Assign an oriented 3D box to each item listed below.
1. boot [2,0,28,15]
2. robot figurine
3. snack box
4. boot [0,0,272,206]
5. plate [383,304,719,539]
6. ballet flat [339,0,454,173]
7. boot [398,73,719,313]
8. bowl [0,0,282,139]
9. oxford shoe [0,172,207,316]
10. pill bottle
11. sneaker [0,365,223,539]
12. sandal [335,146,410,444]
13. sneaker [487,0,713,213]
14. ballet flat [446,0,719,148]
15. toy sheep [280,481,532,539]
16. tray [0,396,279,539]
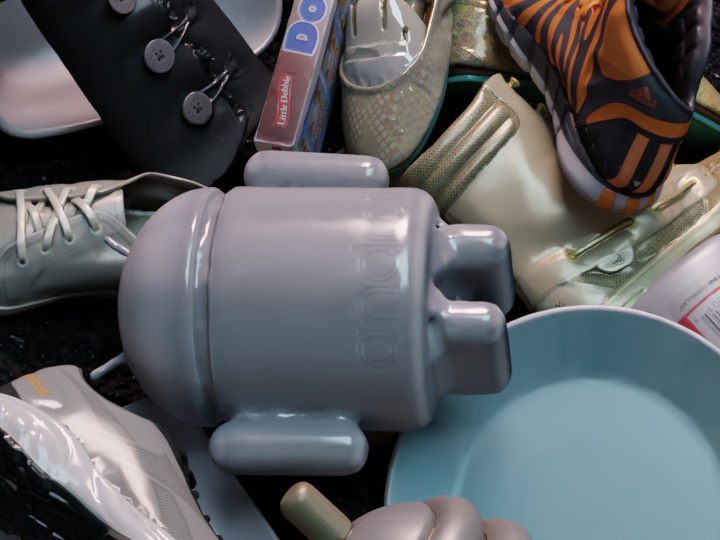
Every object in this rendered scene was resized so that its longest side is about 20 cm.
[{"bbox_3d":[-0.153,-0.218,1.141,0.073,0.076,0.200,37,52,12],"label":"boot"},{"bbox_3d":[-0.028,0.017,0.920,0.198,0.113,0.171,0,57,8],"label":"robot figurine"},{"bbox_3d":[-0.017,-0.147,1.074,0.024,0.072,0.202,12,73,9],"label":"snack box"},{"bbox_3d":[-0.148,-0.109,1.004,0.165,0.201,0.065,-46,34,-17],"label":"boot"},{"bbox_3d":[0.110,0.116,0.938,0.198,0.026,0.202,-3,71,8],"label":"plate"},{"bbox_3d":[0.019,-0.148,1.081,0.067,0.062,0.201,-8,53,33],"label":"ballet flat"},{"bbox_3d":[0.129,-0.056,1.085,0.155,0.073,0.200,44,58,8],"label":"boot"},{"bbox_3d":[-0.151,-0.186,1.065,0.199,0.202,0.074,-23,19,-28],"label":"bowl"},{"bbox_3d":[-0.154,-0.018,0.989,0.198,0.058,0.076,-1,54,-15],"label":"oxford shoe"},{"bbox_3d":[0.223,0.085,0.981,0.112,0.113,0.200,-25,63,-32],"label":"pill bottle"},{"bbox_3d":[-0.092,0.111,0.865,0.200,0.074,0.079,41,47,18],"label":"sneaker"},{"bbox_3d":[0.000,0.000,1.021,0.080,0.054,0.201,13,49,-6],"label":"sandal"},{"bbox_3d":[0.133,-0.137,1.032,0.077,0.112,0.201,-2,50,-26],"label":"sneaker"},{"bbox_3d":[0.136,-0.121,1.135,0.198,0.071,0.071,10,49,-17],"label":"ballet flat"},{"bbox_3d":[0.040,0.165,0.843,0.200,0.138,0.138,50,50,-10],"label":"toy sheep"},{"bbox_3d":[-0.143,0.132,0.892,0.199,0.022,0.108,-22,62,-30],"label":"tray"}]
